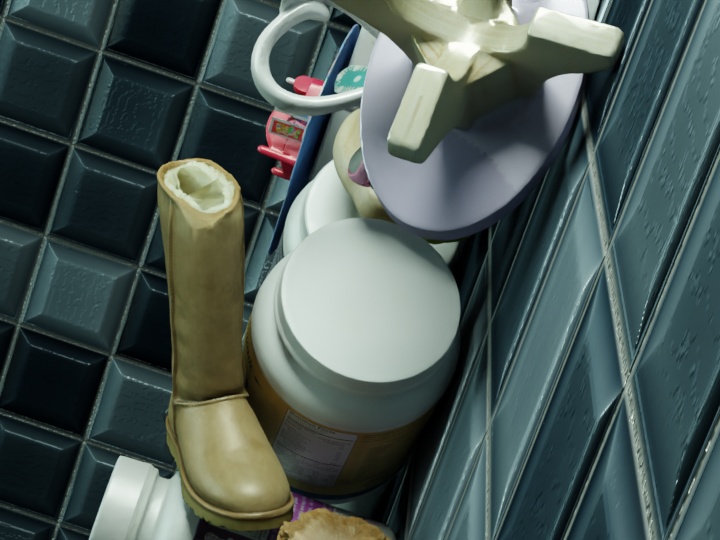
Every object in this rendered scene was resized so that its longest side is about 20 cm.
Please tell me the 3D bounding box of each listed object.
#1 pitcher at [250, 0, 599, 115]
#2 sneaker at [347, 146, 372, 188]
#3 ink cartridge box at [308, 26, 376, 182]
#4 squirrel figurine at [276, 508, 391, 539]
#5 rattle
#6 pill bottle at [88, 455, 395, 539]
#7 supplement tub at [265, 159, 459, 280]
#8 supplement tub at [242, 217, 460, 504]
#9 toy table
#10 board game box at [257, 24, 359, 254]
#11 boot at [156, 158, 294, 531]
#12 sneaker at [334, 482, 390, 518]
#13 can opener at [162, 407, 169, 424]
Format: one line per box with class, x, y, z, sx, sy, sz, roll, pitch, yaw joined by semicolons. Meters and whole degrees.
pitcher;0.041;-0.160;1.398;0.121;0.199;0.172;129;159;-82
sneaker;0.082;-0.098;1.485;0.200;0.095;0.079;-45;-3;-29
ink cartridge box;0.037;-0.168;1.830;0.145;0.083;0.200;-64;-5;-56
squirrel figurine;-0.045;0.253;1.369;0.187;0.141;0.200;96;-163;-46
rattle;0.047;-0.128;1.637;0.200;0.130;0.143;-90;6;-45
pill bottle;-0.085;0.198;1.511;0.112;0.199;0.113;-162;90;-87
supplement tub;0.000;0.000;1.762;0.200;0.140;0.141;113;175;-64
supplement tub;-0.012;0.064;1.530;0.200;0.144;0.145;113;175;-60
toy table;0.063;-0.128;1.262;0.117;0.183;0.201;62;-145;-70
board game box;-0.054;-0.114;1.796;0.158;0.039;0.200;-66;-4;-52
boot;-0.094;0.049;1.437;0.175;0.066;0.201;-139;45;-56
sneaker;-0.019;0.162;1.761;0.200;0.073;0.085;-90;21;-77
can opener;-0.051;0.103;1.678;0.063;0.199;0.079;-110;13;-62
